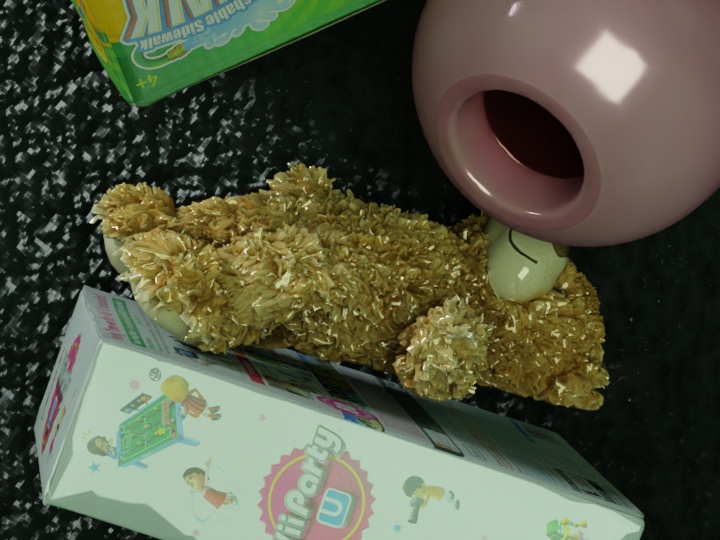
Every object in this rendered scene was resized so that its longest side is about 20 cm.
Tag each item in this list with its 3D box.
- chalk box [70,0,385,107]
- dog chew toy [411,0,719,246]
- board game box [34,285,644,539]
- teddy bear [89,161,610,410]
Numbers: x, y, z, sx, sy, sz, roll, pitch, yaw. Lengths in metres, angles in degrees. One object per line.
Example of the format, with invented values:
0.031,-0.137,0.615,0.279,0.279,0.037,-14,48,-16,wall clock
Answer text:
-0.059,-0.150,0.952,0.125,0.124,0.200,-26,135,-6,chalk box
0.105,-0.099,0.989,0.125,0.125,0.200,48,52,-9,dog chew toy
-0.013,0.072,0.985,0.200,0.148,0.064,19,94,-9,board game box
0.000,0.000,0.986,0.200,0.145,0.067,12,101,-4,teddy bear
